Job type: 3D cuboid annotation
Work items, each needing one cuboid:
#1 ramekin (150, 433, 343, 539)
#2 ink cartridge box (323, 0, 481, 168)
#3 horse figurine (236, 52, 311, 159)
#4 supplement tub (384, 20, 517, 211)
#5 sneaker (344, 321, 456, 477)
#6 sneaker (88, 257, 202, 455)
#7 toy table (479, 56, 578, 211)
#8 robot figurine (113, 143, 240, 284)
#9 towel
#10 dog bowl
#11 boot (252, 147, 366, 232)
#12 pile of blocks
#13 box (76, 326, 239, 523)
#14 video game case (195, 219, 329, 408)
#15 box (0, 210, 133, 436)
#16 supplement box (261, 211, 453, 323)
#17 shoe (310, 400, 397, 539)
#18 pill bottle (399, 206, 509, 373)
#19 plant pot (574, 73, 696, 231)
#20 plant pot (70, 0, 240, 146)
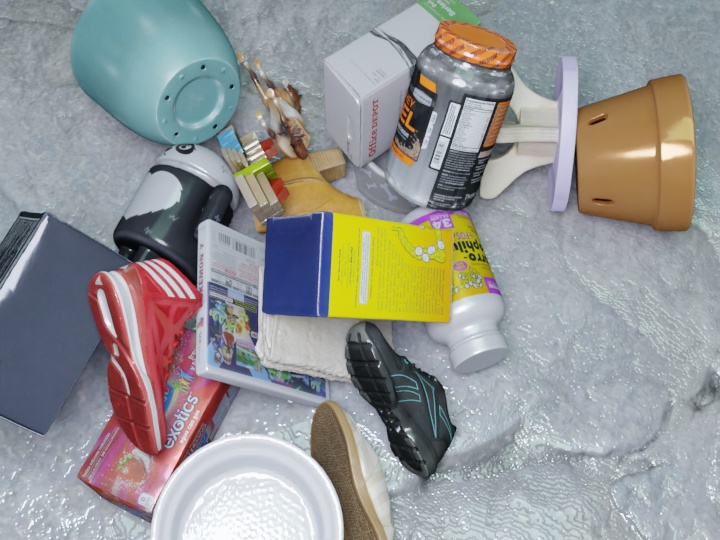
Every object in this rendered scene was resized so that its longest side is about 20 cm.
[{"bbox_3d":[-0.121,0.287,0.891,0.197,0.098,0.203,3,65,-7],"label":"ramekin"},{"bbox_3d":[0.051,-0.247,1.073,0.199,0.147,0.084,-34,67,-18],"label":"ink cartridge box"},{"bbox_3d":[-0.104,-0.208,1.105,0.050,0.133,0.201,-30,50,9],"label":"horse figurine"},{"bbox_3d":[0.109,-0.184,0.992,0.121,0.202,0.123,13,30,-8],"label":"supplement tub"},{"bbox_3d":[0.048,0.139,0.965,0.079,0.075,0.202,-36,109,-30],"label":"sneaker"},{"bbox_3d":[-0.204,0.084,0.866,0.078,0.203,0.115,13,26,41],"label":"sneaker"},{"bbox_3d":[0.224,-0.184,1.110,0.115,0.184,0.203,4,93,6],"label":"toy table"},{"bbox_3d":[-0.233,-0.064,1.043,0.149,0.125,0.202,21,68,9],"label":"robot figurine"},{"bbox_3d":[-0.038,0.067,0.995,0.198,0.034,0.134,18,59,-35],"label":"towel"},{"bbox_3d":[0.074,-0.179,1.155,0.197,0.059,0.203,1,64,-2],"label":"dog bowl"},{"bbox_3d":[-0.068,-0.069,1.095,0.142,0.071,0.203,-19,61,-6],"label":"boot"},{"bbox_3d":[-0.136,-0.144,1.059,0.062,0.082,0.201,-29,45,0],"label":"pile of blocks"},{"bbox_3d":[-0.221,0.175,0.944,0.094,0.100,0.202,22,65,9],"label":"box"},{"bbox_3d":[-0.112,0.055,0.977,0.023,0.199,0.185,-22,59,33],"label":"video game case"},{"bbox_3d":[-0.360,0.050,0.910,0.123,0.198,0.202,33,78,-26],"label":"box"},{"bbox_3d":[0.000,0.000,0.941,0.198,0.108,0.111,6,86,-41],"label":"supplement box"},{"bbox_3d":[-0.006,0.245,0.954,0.053,0.070,0.202,12,48,-46],"label":"shoe"},{"bbox_3d":[0.118,0.021,1.035,0.103,0.105,0.202,-14,66,-10],"label":"pill bottle"},{"bbox_3d":[0.355,-0.150,1.094,0.138,0.201,0.203,-2,63,14],"label":"plant pot"},{"bbox_3d":[-0.250,-0.258,1.081,0.199,0.202,0.161,-34,58,-18],"label":"plant pot"}]
